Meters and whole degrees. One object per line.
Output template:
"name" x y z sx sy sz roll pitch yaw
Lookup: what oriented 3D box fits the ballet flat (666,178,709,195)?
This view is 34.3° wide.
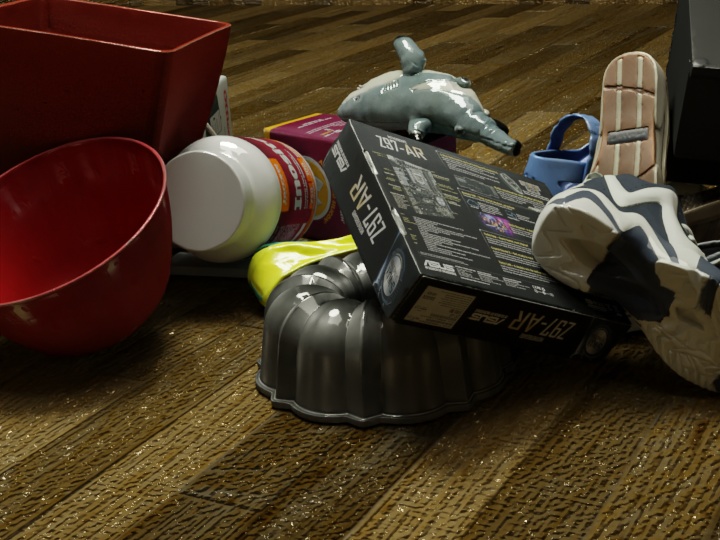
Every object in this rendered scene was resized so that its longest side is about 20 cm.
"ballet flat" 0.285 -0.068 1.143 0.197 0.064 0.069 2 21 15

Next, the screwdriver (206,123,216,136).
"screwdriver" -0.135 -0.112 1.186 0.029 0.200 0.028 -46 14 -20

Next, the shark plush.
"shark plush" 0.071 -0.135 1.099 0.083 0.092 0.199 -39 57 -25

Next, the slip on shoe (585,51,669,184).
"slip on shoe" 0.240 -0.092 1.041 0.075 0.203 0.060 -2 -18 31

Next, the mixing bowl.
"mixing bowl" -0.230 -0.005 0.947 0.197 0.109 0.202 -13 41 11

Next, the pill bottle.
"pill bottle" -0.115 -0.066 1.077 0.111 0.115 0.200 0 6 12

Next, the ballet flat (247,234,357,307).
"ballet flat" 0.000 0.000 1.025 0.197 0.067 0.067 -10 41 -8

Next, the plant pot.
"plant pot" -0.244 -0.141 1.073 0.197 0.179 0.200 9 19 7

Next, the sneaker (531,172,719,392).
"sneaker" 0.225 -0.005 0.836 0.197 0.080 0.130 30 37 10

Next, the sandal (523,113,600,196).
"sandal" 0.171 -0.075 1.085 0.200 0.088 0.079 -43 40 -21

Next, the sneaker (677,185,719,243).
"sneaker" 0.302 -0.028 1.038 0.198 0.076 0.070 -16 17 43

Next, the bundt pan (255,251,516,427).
"bundt pan" 0.015 0.038 0.873 0.199 0.077 0.202 -4 19 1

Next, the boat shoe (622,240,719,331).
"boat shoe" 0.208 0.010 0.925 0.197 0.069 0.072 -6 19 -4

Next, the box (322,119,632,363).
"box" 0.083 -0.019 0.835 0.198 0.044 0.161 13 38 -35

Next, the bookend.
"bookend" 0.326 -0.144 1.053 0.091 0.201 0.201 6 40 9

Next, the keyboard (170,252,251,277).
"keyboard" -0.098 -0.004 1.121 0.197 0.011 0.056 3 15 17

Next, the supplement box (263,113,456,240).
"supplement box" 0.000 -0.090 1.189 0.198 0.112 0.085 14 27 41

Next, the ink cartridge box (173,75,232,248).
"ink cartridge box" -0.200 -0.124 1.272 0.082 0.149 0.200 -1 20 8
